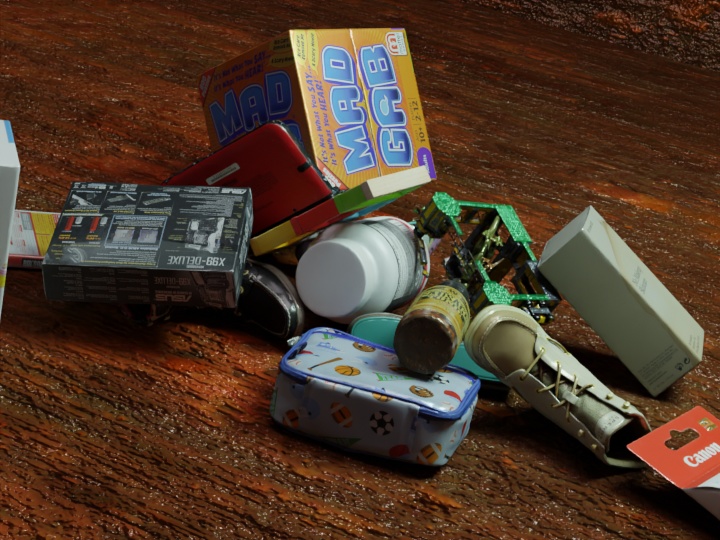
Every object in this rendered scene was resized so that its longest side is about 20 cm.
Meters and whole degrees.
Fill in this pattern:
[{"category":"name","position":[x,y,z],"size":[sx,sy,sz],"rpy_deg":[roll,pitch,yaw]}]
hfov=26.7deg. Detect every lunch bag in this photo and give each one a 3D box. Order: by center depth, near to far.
[{"category":"lunch bag","position":[0.013,0.118,1.490],"size":[0.198,0.076,0.160],"rpy_deg":[17,20,12]}]

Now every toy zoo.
[{"category":"toy zoo","position":[-0.033,-0.059,1.655],"size":[0.199,0.021,0.131],"rpy_deg":[-25,-3,32]}]

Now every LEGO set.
[{"category":"LEGO set","position":[0.129,0.015,1.719],"size":[0.153,0.116,0.201],"rpy_deg":[-6,53,-43]}]

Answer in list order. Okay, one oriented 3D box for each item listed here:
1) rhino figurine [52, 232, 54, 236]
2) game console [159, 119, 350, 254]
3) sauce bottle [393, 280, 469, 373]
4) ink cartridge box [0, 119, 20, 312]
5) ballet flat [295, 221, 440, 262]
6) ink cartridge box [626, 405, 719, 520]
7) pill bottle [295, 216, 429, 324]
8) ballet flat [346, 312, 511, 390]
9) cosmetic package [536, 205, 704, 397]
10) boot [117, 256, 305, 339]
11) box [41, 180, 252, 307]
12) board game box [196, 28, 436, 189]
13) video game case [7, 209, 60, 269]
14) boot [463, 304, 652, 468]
[{"category":"rhino figurine","position":[-0.265,-0.053,1.745],"size":[0.087,0.060,0.200],"rpy_deg":[35,25,8]},{"category":"game console","position":[-0.103,-0.093,1.765],"size":[0.199,0.173,0.119],"rpy_deg":[-26,22,32]},{"category":"sauce bottle","position":[0.077,0.049,1.533],"size":[0.065,0.067,0.200],"rpy_deg":[13,15,6]},{"category":"ink cartridge box","position":[-0.422,-0.039,1.487],"size":[0.145,0.202,0.147],"rpy_deg":[5,22,-19]},{"category":"ballet flat","position":[0.018,-0.015,1.855],"size":[0.198,0.070,0.071],"rpy_deg":[-4,43,-25]},{"category":"ink cartridge box","position":[0.380,0.195,1.462],"size":[0.200,0.057,0.162],"rpy_deg":[43,34,24]},{"category":"pill bottle","position":[0.000,0.000,1.681],"size":[0.110,0.112,0.200],"rpy_deg":[18,10,16]},{"category":"ballet flat","position":[0.080,0.092,1.626],"size":[0.198,0.068,0.064],"rpy_deg":[12,-6,-1]},{"category":"cosmetic package","position":[0.295,0.033,1.711],"size":[0.200,0.073,0.104],"rpy_deg":[48,22,-5]},{"category":"boot","position":[-0.168,0.026,1.633],"size":[0.150,0.074,0.200],"rpy_deg":[-15,41,-40]},{"category":"box","position":[-0.218,-0.030,1.587],"size":[0.198,0.050,0.158],"rpy_deg":[2,36,1]},{"category":"board game box","position":[-0.057,-0.182,1.934],"size":[0.199,0.202,0.199],"rpy_deg":[-10,-4,-42]},{"category":"video game case","position":[-0.360,-0.035,1.762],"size":[0.198,0.018,0.143],"rpy_deg":[4,22,-19]},{"category":"boot","position":[0.201,0.118,1.507],"size":[0.200,0.072,0.155],"rpy_deg":[37,3,-42]}]
